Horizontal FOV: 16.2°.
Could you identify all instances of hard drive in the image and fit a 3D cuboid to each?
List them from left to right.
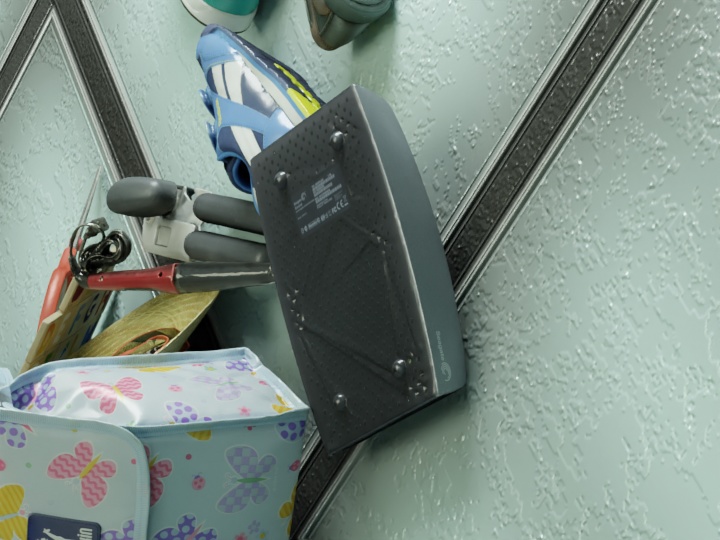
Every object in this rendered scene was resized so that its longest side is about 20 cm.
[{"bbox_3d":[0.000,0.000,1.560,0.135,0.042,0.201,-33,68,49],"label":"hard drive"}]

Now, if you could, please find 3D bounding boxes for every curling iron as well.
[{"bbox_3d":[-0.128,-0.004,1.723,0.199,0.026,0.050,7,108,39],"label":"curling iron"}]

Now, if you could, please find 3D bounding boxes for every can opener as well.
[{"bbox_3d":[-0.116,-0.032,1.769,0.200,0.067,0.054,12,89,58],"label":"can opener"}]

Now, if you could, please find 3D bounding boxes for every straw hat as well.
[{"bbox_3d":[-0.149,0.091,1.751,0.201,0.085,0.201,-34,12,8],"label":"straw hat"}]

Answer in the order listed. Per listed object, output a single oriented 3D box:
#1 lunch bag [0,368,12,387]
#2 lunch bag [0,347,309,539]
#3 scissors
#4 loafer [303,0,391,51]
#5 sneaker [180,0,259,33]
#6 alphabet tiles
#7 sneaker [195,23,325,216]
[{"bbox_3d":[-0.386,0.140,2.022,0.200,0.169,0.127,-60,39,30],"label":"lunch bag"},{"bbox_3d":[-0.146,0.150,1.596,0.127,0.199,0.170,43,129,56],"label":"lunch bag"},{"bbox_3d":[-0.217,-0.015,1.909,0.073,0.014,0.201,96,-174,-57],"label":"scissors"},{"bbox_3d":[-0.028,-0.242,1.710,0.063,0.072,0.201,-47,44,48],"label":"loafer"},{"bbox_3d":[-0.106,-0.280,1.827,0.121,0.083,0.200,-58,44,36],"label":"sneaker"},{"bbox_3d":[-0.230,0.077,1.865,0.201,0.006,0.166,-64,-6,15],"label":"alphabet tiles"},{"bbox_3d":[-0.073,-0.103,1.710,0.082,0.074,0.200,-54,35,11],"label":"sneaker"}]
